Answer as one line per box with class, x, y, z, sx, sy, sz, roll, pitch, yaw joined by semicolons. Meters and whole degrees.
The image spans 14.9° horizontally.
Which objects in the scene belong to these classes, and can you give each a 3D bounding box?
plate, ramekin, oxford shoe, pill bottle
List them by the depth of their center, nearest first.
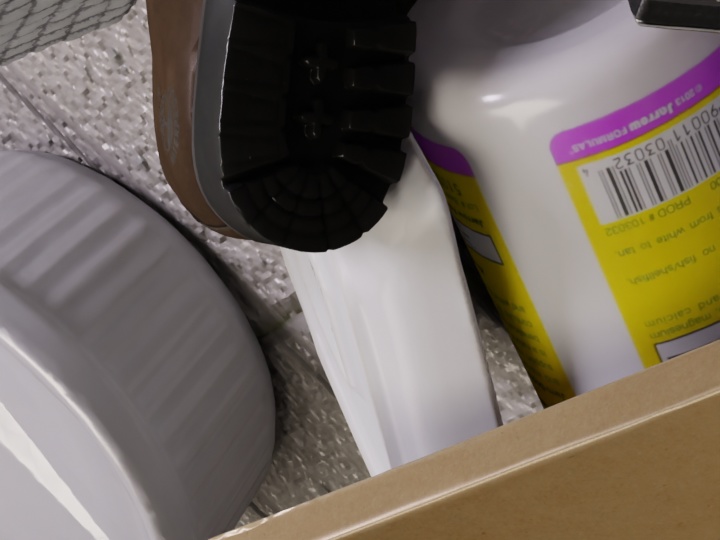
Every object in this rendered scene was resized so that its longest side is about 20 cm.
oxford shoe;-0.022;-0.108;0.710;0.072;0.201;0.084;15;177;-29
pill bottle;0.090;0.003;0.762;0.104;0.104;0.201;5;131;44
plate;0.000;0.000;0.819;0.200;0.032;0.200;-115;7;-49
ramekin;-0.121;0.045;1.046;0.202;0.094;0.203;29;145;23

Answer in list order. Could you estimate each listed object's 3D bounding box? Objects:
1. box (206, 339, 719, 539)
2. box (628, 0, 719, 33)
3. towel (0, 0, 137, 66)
box;0.078;0.090;0.749;0.199;0.021;0.163;-23;133;26
box;0.157;-0.106;0.469;0.199;0.044;0.161;3;137;-15
towel;-0.142;-0.105;0.795;0.086;0.199;0.166;64;157;4
